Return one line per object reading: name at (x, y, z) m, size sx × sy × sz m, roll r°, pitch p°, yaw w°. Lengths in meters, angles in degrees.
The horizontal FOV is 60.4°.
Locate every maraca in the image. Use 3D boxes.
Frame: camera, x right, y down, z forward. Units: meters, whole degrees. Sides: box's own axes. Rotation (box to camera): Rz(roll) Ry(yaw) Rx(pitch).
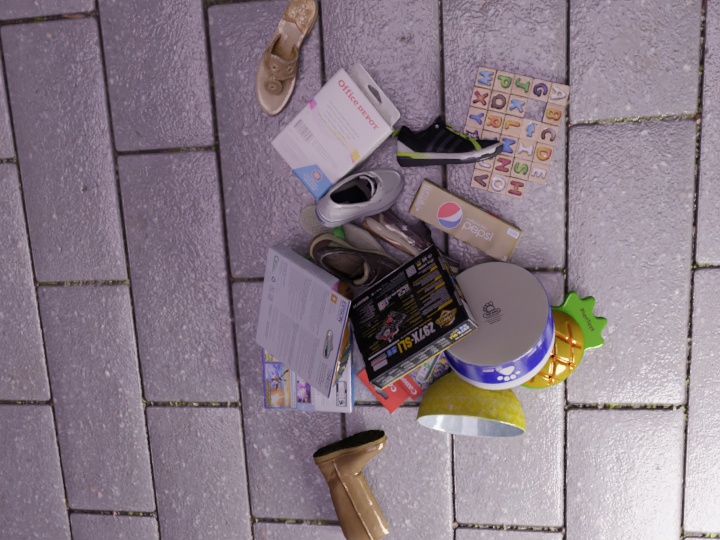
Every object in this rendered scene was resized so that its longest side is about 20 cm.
maraca at (0.342, 0.125, 1.095) m, size 0.197 × 0.107 × 0.139 m, roll -35°, pitch 101°, yaw 5°

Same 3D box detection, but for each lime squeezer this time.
lime squeezer at (-0.072, -0.054, 1.099) m, size 0.070 × 0.038 × 0.201 m, roll 40°, pitch 101°, yaw -6°

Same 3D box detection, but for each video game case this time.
video game case at (-0.102, 0.169, 1.203) m, size 0.174 × 0.045 × 0.208 m, roll 1°, pitch 100°, yaw 7°

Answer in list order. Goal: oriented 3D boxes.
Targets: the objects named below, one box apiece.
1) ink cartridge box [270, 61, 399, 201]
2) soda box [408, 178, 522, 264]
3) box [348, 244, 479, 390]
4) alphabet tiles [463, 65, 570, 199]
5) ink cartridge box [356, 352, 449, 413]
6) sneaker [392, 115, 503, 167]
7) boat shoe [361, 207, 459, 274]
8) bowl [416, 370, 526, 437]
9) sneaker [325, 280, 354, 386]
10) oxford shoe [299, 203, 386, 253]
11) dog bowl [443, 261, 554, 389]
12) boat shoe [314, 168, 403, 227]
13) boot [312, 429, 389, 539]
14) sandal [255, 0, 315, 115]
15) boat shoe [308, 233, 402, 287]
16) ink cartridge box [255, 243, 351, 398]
ink cartridge box at (-0.034, -0.242, 1.076) m, size 0.199 × 0.125 × 0.129 m, roll -41°, pitch 93°, yaw 13°
soda box at (0.185, -0.090, 1.098) m, size 0.196 × 0.068 × 0.065 m, roll 28°, pitch 104°, yaw 3°
box at (0.079, 0.077, 1.033) m, size 0.197 × 0.049 × 0.163 m, roll -35°, pitch 52°, yaw 16°
alphabet tiles at (0.263, -0.238, 1.090) m, size 0.162 × 0.008 × 0.207 m, roll 13°, pitch 102°, yaw 6°
ink cartridge box at (0.090, 0.177, 1.171) m, size 0.109 × 0.050 × 0.200 m, roll 45°, pitch 103°, yaw 0°
sneaker at (0.149, -0.227, 1.073) m, size 0.193 × 0.072 × 0.086 m, roll -2°, pitch 98°, yaw 13°
boat shoe at (0.098, -0.060, 1.116) m, size 0.196 × 0.072 × 0.066 m, roll 29°, pitch 92°, yaw 6°
bowl at (0.201, 0.228, 1.115) m, size 0.193 × 0.201 × 0.111 m, roll 5°, pitch 68°, yaw 8°
sneaker at (-0.066, 0.114, 1.139) m, size 0.086 × 0.075 × 0.207 m, roll 12°, pitch 101°, yaw 23°
oxford shoe at (-0.026, -0.057, 1.145) m, size 0.197 × 0.058 × 0.076 m, roll 35°, pitch 100°, yaw -4°
dog bowl at (0.226, 0.090, 1.047) m, size 0.194 × 0.205 × 0.079 m, roll -17°, pitch 140°, yaw 12°
boat shoe at (0.011, -0.134, 1.060) m, size 0.074 × 0.198 × 0.065 m, roll 51°, pitch 144°, yaw 7°
boot at (0.011, 0.431, 1.228) m, size 0.171 × 0.066 × 0.205 m, roll -22°, pitch 96°, yaw 25°
sandal at (-0.141, -0.383, 1.088) m, size 0.076 × 0.070 × 0.217 m, roll 26°, pitch 103°, yaw 3°
boat shoe at (0.000, 0.000, 1.083) m, size 0.195 × 0.065 × 0.075 m, roll 17°, pitch 117°, yaw -24°
ink cartridge box at (-0.097, 0.086, 1.081) m, size 0.197 × 0.043 × 0.202 m, roll 30°, pitch 121°, yaw 28°
